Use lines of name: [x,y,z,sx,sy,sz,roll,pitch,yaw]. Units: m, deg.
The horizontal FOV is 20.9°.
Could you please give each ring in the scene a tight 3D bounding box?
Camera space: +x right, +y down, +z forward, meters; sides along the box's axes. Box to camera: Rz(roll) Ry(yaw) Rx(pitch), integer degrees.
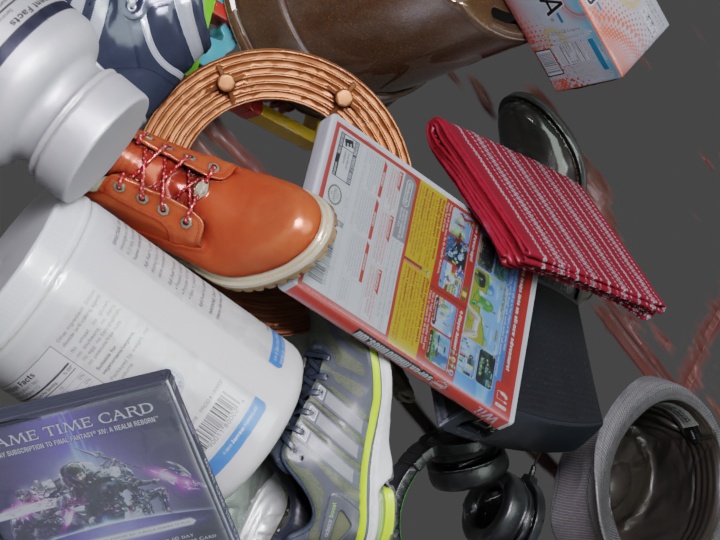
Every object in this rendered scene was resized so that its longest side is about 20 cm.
ring: [-0.061,-0.054,1.352,0.200,0.019,0.201,0,91,-5]

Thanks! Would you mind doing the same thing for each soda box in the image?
soda box: [0.122,-0.220,1.284,0.068,0.063,0.200,-47,115,-34]

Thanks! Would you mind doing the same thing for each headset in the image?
headset: [0.090,0.163,1.510,0.200,0.094,0.124,-41,111,-19]

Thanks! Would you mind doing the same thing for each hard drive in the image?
hard drive: [0.112,0.062,1.431,0.200,0.042,0.135,16,60,-54]

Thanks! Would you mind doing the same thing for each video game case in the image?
video game case: [-0.154,0.161,1.224,0.019,0.142,0.200,-86,160,-60]
video game case: [0.038,0.001,1.320,0.200,0.017,0.143,33,50,-26]

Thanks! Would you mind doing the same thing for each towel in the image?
towel: [0.135,-0.036,1.429,0.200,0.022,0.145,19,33,-50]

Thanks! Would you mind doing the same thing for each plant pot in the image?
plant pot: [0.039,-0.220,1.385,0.200,0.198,0.201,7,79,-40]

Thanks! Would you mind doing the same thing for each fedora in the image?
fedora: [0.217,0.181,1.586,0.200,0.090,0.177,-50,118,-39]

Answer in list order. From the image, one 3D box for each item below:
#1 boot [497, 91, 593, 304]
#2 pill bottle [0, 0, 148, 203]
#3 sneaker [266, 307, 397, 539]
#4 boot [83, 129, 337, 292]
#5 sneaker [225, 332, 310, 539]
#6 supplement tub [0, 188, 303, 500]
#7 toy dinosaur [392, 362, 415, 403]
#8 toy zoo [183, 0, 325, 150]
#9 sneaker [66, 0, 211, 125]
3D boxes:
boot: [0.104,-0.027,1.529,0.174,0.069,0.201,-23,102,-40]
pill bottle: [-0.230,-0.133,1.180,0.200,0.111,0.111,39,57,4]
sneaker: [-0.024,0.100,1.311,0.081,0.074,0.201,-5,89,-22]
boot: [-0.113,-0.046,1.244,0.107,0.200,0.075,48,58,-53]
sneaker: [-0.074,0.112,1.362,0.079,0.074,0.200,38,62,-25]
supplement tub: [-0.148,0.051,1.245,0.200,0.132,0.132,37,62,-17]
toy dinosaur: [0.000,0.000,1.432,0.077,0.102,0.201,-3,77,-23]
toy zoo: [-0.070,-0.174,1.429,0.200,0.020,0.132,26,68,-35]
sneaker: [-0.179,-0.192,1.286,0.108,0.070,0.200,-43,121,-7]
